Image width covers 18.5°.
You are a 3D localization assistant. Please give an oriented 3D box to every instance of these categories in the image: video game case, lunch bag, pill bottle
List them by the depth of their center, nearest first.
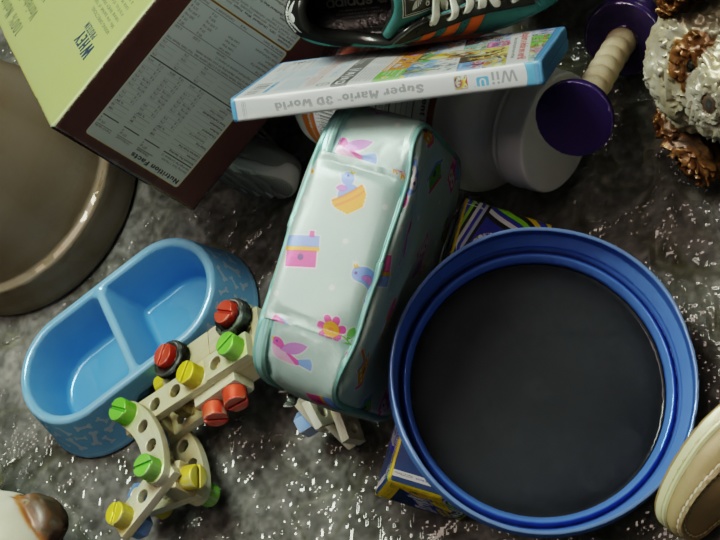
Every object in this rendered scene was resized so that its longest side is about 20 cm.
[{"bbox_3d":[0.029,-0.128,1.434,0.199,0.143,0.018,-6,103,13],"label":"video game case"},{"bbox_3d":[0.000,0.000,1.451,0.077,0.160,0.201,17,86,15],"label":"lunch bag"},{"bbox_3d":[0.058,-0.120,1.562,0.199,0.112,0.113,19,78,35],"label":"pill bottle"}]

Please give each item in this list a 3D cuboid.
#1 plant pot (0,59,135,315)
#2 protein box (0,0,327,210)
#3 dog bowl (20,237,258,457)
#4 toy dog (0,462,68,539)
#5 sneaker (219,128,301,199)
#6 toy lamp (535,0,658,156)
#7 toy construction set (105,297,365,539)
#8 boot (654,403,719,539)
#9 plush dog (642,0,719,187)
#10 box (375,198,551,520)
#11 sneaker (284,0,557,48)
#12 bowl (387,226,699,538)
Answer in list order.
[{"bbox_3d":[-0.302,-0.090,1.726,0.199,0.173,0.201,-13,60,24],"label":"plant pot"},{"bbox_3d":[-0.135,-0.192,1.590,0.200,0.135,0.199,-49,38,12],"label":"protein box"},{"bbox_3d":[-0.170,0.053,1.655,0.200,0.050,0.112,-37,54,11],"label":"dog bowl"},{"bbox_3d":[-0.305,0.173,1.604,0.199,0.194,0.140,31,69,5],"label":"toy dog"},{"bbox_3d":[-0.110,-0.121,1.686,0.200,0.075,0.082,33,88,38],"label":"sneaker"},{"bbox_3d":[0.164,-0.137,1.479,0.058,0.058,0.200,-12,20,26],"label":"toy lamp"},{"bbox_3d":[-0.095,0.101,1.559,0.199,0.092,0.132,-23,49,17],"label":"toy construction set"},{"bbox_3d":[0.288,0.128,1.332,0.200,0.072,0.155,-42,55,6],"label":"boot"},{"bbox_3d":[0.264,-0.129,1.426,0.171,0.201,0.161,14,41,24],"label":"plush dog"},{"bbox_3d":[0.069,0.060,1.482,0.064,0.070,0.201,16,74,-3],"label":"box"},{"bbox_3d":[0.048,-0.182,1.461,0.199,0.080,0.072,-12,101,7],"label":"sneaker"},{"bbox_3d":[0.116,0.073,1.423,0.199,0.039,0.202,1,74,-3],"label":"bowl"}]
